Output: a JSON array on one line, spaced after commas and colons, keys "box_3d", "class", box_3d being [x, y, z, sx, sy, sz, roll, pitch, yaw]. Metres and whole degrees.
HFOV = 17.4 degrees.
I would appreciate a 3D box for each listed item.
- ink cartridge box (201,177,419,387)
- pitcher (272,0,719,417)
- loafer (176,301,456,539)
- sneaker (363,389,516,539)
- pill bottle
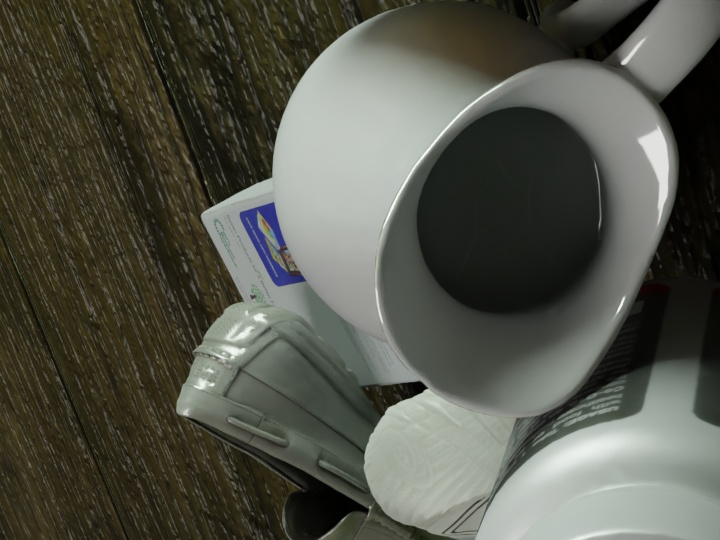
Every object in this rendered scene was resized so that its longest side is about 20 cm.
[{"box_3d": [0.000, 0.000, 1.023, 0.100, 0.039, 0.200, 64, 157, -8], "class": "ink cartridge box"}, {"box_3d": [0.052, -0.047, 0.787, 0.121, 0.172, 0.200, 38, 180, -13], "class": "pitcher"}, {"box_3d": [-0.006, 0.097, 1.047, 0.200, 0.070, 0.070, 45, 159, -24], "class": "loafer"}, {"box_3d": [0.084, 0.069, 0.921, 0.199, 0.072, 0.072, -8, 88, 51], "class": "sneaker"}, {"box_3d": [0.094, 0.085, 0.724, 0.114, 0.113, 0.200, 66, -162, -12], "class": "pill bottle"}]
